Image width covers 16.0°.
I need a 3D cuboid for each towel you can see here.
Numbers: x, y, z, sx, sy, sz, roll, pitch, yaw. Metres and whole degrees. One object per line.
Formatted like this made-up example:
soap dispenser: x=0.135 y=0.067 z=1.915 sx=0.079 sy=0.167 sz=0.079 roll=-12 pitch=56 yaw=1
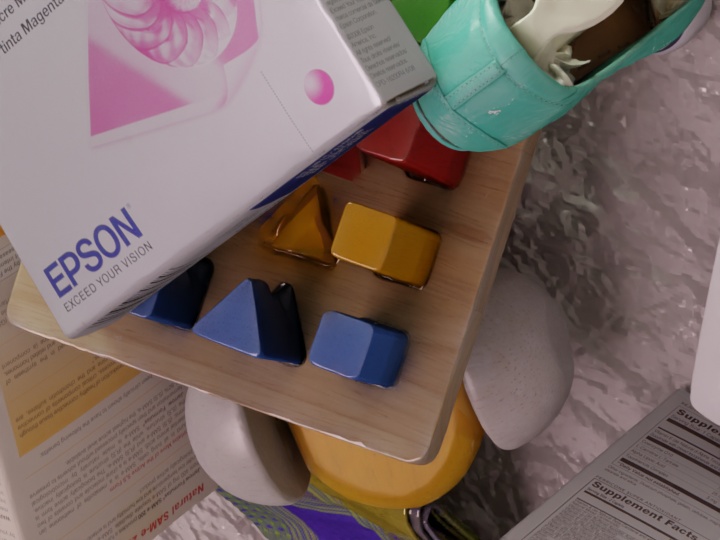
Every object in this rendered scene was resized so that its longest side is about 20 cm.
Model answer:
towel: x=-0.012 y=0.123 z=1.272 sx=0.200 sy=0.023 sz=0.144 roll=13 pitch=162 yaw=37

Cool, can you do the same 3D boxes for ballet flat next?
ballet flat: x=0.097 y=-0.109 z=0.959 sx=0.067 sy=0.200 sz=0.070 roll=53 pitch=141 yaw=-5

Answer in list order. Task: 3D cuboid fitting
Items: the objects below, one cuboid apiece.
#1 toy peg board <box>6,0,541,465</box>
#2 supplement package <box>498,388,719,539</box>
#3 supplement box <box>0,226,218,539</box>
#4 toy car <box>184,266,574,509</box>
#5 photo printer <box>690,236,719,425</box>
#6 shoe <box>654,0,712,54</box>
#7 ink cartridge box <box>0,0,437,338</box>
toy peg board: x=-0.044 y=-0.048 z=1.032 sx=0.199 sy=0.098 sz=0.200 roll=18 pitch=89 yaw=20
supplement package: x=0.134 y=0.184 z=1.102 sx=0.150 sy=0.200 sz=0.152 roll=28 pitch=131 yaw=27
supplement box: x=-0.148 y=0.042 z=1.182 sx=0.073 sy=0.126 sz=0.201 roll=13 pitch=125 yaw=38
toy car: x=0.000 y=0.000 z=1.161 sx=0.175 sy=0.150 sz=0.200 roll=-14 pitch=110 yaw=18
photo printer: x=0.235 y=0.026 z=1.011 sx=0.200 sy=0.069 sz=0.167 roll=29 pitch=131 yaw=27
shoe: x=0.057 y=-0.162 z=1.046 sx=0.200 sy=0.091 sz=0.071 roll=56 pitch=138 yaw=1
ink cartridge box: x=-0.094 y=-0.102 z=0.957 sx=0.196 sy=0.043 sz=0.200 roll=-35 pitch=86 yaw=40
